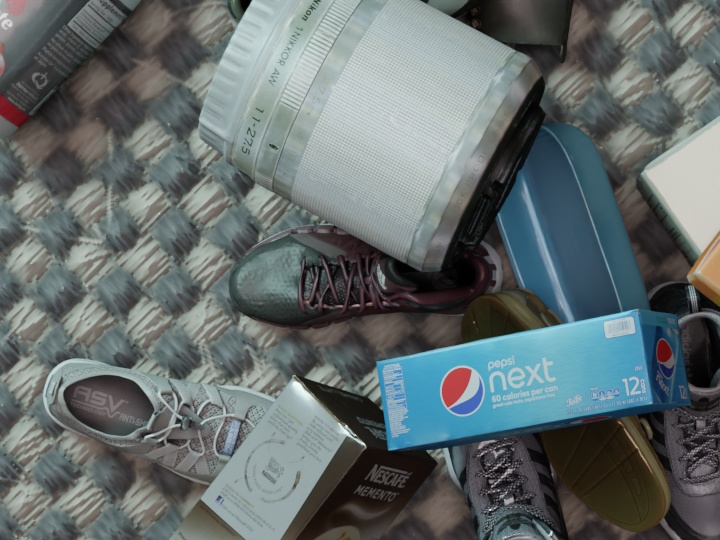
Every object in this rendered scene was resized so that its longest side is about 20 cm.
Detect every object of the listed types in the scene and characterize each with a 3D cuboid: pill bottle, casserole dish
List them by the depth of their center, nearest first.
[{"bbox_3d":[0.148,-0.020,1.722,0.039,0.121,0.201,-21,93,-28],"label":"casserole dish"},{"bbox_3d":[-0.227,-0.201,1.759,0.111,0.111,0.200,44,92,5],"label":"pill bottle"}]

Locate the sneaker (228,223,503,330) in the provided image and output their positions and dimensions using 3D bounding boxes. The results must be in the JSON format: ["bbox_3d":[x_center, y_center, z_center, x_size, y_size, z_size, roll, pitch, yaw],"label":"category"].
[{"bbox_3d":[0.000,0.000,1.730,0.199,0.116,0.076,-5,88,4],"label":"sneaker"}]

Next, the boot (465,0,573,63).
[{"bbox_3d":[0.067,-0.232,1.758,0.199,0.077,0.139,11,99,11],"label":"boot"}]

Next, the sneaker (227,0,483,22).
[{"bbox_3d":[-0.001,-0.197,1.732,0.199,0.079,0.074,-4,111,21],"label":"sneaker"}]

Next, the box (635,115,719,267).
[{"bbox_3d":[0.291,-0.014,1.700,0.109,0.128,0.200,-34,86,3],"label":"box"}]

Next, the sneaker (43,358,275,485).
[{"bbox_3d":[-0.134,0.114,1.753,0.199,0.082,0.075,11,89,0],"label":"sneaker"}]

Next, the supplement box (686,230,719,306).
[{"bbox_3d":[0.312,0.039,1.600,0.200,0.067,0.069,39,89,4],"label":"supplement box"}]

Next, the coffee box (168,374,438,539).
[{"bbox_3d":[-0.054,0.181,1.710,0.080,0.114,0.200,42,101,28],"label":"coffee box"}]

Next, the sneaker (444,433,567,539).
[{"bbox_3d":[0.106,0.162,1.710,0.075,0.114,0.201,-17,87,4],"label":"sneaker"}]

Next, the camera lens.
[{"bbox_3d":[0.012,-0.105,1.640,0.200,0.160,0.160,28,91,6],"label":"camera lens"}]

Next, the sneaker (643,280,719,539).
[{"bbox_3d":[0.234,0.105,1.706,0.075,0.114,0.201,-8,87,-1],"label":"sneaker"}]

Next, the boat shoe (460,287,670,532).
[{"bbox_3d":[0.153,0.092,1.701,0.201,0.063,0.073,48,127,21],"label":"boat shoe"}]

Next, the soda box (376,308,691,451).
[{"bbox_3d":[0.114,0.075,1.639,0.199,0.068,0.064,-12,81,29],"label":"soda box"}]
